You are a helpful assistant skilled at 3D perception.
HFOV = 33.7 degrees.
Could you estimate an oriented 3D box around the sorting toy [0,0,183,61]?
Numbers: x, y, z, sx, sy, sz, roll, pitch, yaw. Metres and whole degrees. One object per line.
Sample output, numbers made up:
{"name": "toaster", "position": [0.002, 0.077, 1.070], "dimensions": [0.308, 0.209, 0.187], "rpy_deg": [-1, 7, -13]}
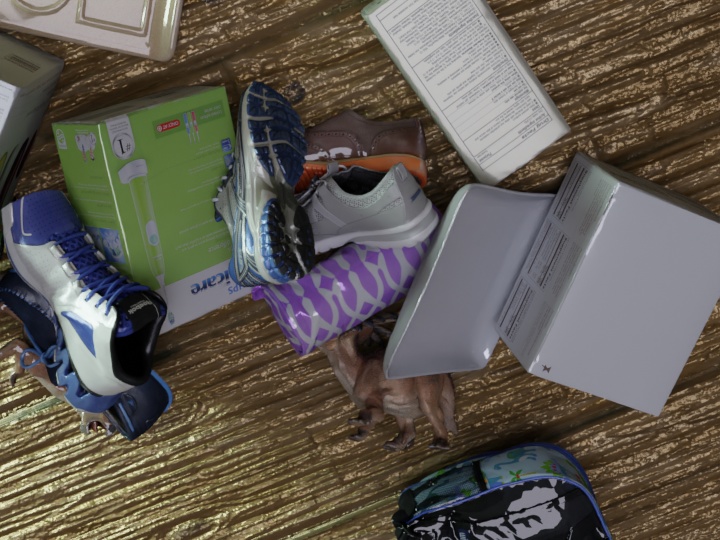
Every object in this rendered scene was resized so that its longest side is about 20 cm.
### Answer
{"name": "sorting toy", "position": [-0.253, -0.304, 1.099], "dimensions": [0.198, 0.037, 0.187], "rpy_deg": [12, 105, -2]}

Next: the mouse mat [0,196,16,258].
{"name": "mouse mat", "position": [-0.354, 0.029, 1.104], "dimensions": [0.007, 0.200, 0.162], "rpy_deg": [20, 105, -17]}

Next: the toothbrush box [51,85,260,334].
{"name": "toothbrush box", "position": [-0.185, -0.058, 1.109], "dimensions": [0.145, 0.086, 0.202], "rpy_deg": [-26, 112, -40]}

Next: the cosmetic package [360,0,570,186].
{"name": "cosmetic package", "position": [0.097, -0.190, 1.120], "dimensions": [0.103, 0.087, 0.201], "rpy_deg": [-34, 104, 6]}

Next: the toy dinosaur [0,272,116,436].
{"name": "toy dinosaur", "position": [-0.296, 0.058, 1.177], "dimensions": [0.134, 0.086, 0.202], "rpy_deg": [-5, 103, -1]}

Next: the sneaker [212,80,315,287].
{"name": "sneaker", "position": [-0.100, -0.078, 1.082], "dimensions": [0.085, 0.202, 0.077], "rpy_deg": [-21, 152, 35]}

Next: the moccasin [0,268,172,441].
{"name": "moccasin", "position": [-0.262, 0.081, 1.105], "dimensions": [0.200, 0.080, 0.068], "rpy_deg": [42, 64, -15]}

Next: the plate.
{"name": "plate", "position": [0.104, 0.007, 1.150], "dimensions": [0.032, 0.199, 0.201], "rpy_deg": [32, 107, 30]}

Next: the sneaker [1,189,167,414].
{"name": "sneaker", "position": [-0.225, 0.019, 1.029], "dimensions": [0.114, 0.080, 0.201], "rpy_deg": [-17, 95, 40]}

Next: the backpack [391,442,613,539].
{"name": "backpack", "position": [0.153, 0.273, 1.228], "dimensions": [0.198, 0.147, 0.184], "rpy_deg": [-21, 106, 7]}

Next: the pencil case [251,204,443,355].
{"name": "pencil case", "position": [0.000, 0.000, 1.146], "dimensions": [0.199, 0.084, 0.086], "rpy_deg": [-31, 69, -16]}

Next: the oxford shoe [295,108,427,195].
{"name": "oxford shoe", "position": [-0.033, -0.115, 1.157], "dimensions": [0.198, 0.071, 0.074], "rpy_deg": [1, 69, 6]}

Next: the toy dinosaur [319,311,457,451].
{"name": "toy dinosaur", "position": [0.038, 0.107, 1.206], "dimensions": [0.198, 0.086, 0.137], "rpy_deg": [19, 69, -25]}

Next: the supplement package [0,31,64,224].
{"name": "supplement package", "position": [-0.383, -0.116, 1.063], "dimensions": [0.146, 0.191, 0.201], "rpy_deg": [24, 105, -9]}

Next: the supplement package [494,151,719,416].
{"name": "supplement package", "position": [0.252, 0.014, 1.165], "dimensions": [0.154, 0.111, 0.202], "rpy_deg": [19, 105, -18]}

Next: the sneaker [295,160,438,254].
{"name": "sneaker", "position": [-0.022, -0.068, 1.112], "dimensions": [0.198, 0.075, 0.083], "rpy_deg": [-4, 122, 32]}
